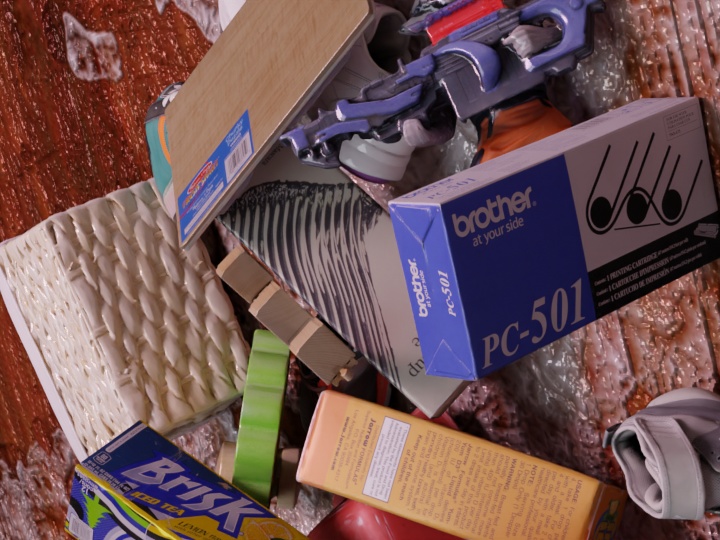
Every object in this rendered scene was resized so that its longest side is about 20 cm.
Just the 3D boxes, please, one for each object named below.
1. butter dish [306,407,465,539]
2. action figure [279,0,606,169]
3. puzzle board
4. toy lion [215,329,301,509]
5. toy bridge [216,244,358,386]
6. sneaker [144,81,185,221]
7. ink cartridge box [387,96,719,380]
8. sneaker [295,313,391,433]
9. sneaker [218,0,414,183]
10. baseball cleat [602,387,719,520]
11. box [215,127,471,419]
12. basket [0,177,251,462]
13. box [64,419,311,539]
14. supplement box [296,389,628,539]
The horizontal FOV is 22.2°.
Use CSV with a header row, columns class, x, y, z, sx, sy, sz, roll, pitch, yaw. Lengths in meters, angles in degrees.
class,x,y,z,sx,sy,sz,roll,pitch,yaw
butter dish,0.023,0.226,1.268,0.201,0.147,0.200,58,144,13
action figure,0.061,-0.079,1.074,0.105,0.199,0.195,6,-112,-81
puzzle board,-0.058,-0.124,1.139,0.200,0.017,0.151,-50,32,27
toy lion,-0.072,0.123,1.314,0.200,0.068,0.193,-85,3,-66
toy bridge,-0.040,0.038,1.185,0.067,0.027,0.200,44,178,-25
sneaker,-0.117,-0.111,1.330,0.080,0.071,0.200,58,149,11
ink cartridge box,0.109,-0.021,0.974,0.044,0.199,0.095,5,112,51
sneaker,-0.020,0.060,1.290,0.077,0.082,0.200,50,141,23
sneaker,-0.016,-0.147,1.203,0.200,0.075,0.100,47,116,31
baseball cleat,0.219,0.121,0.987,0.199,0.106,0.070,16,115,46
box,0.000,0.000,1.174,0.200,0.082,0.068,41,179,7
basket,-0.180,0.039,1.438,0.123,0.135,0.201,-27,87,58
box,-0.096,0.185,1.195,0.199,0.070,0.065,33,130,20
supplement box,0.064,0.136,1.168,0.199,0.066,0.069,14,85,25
